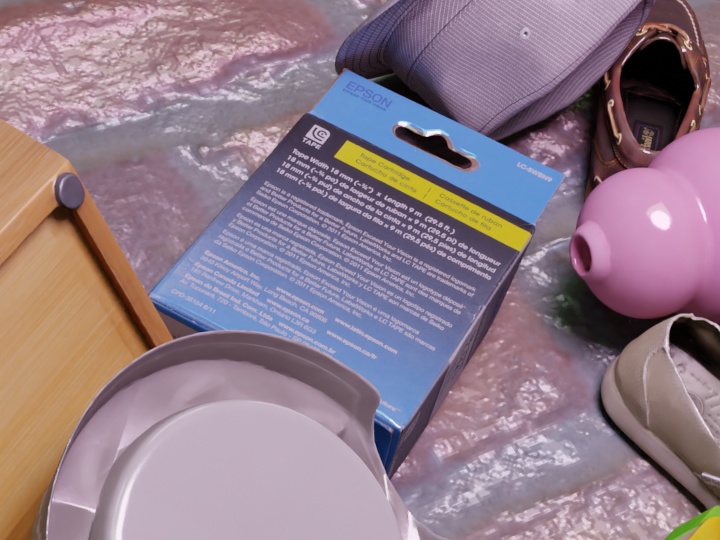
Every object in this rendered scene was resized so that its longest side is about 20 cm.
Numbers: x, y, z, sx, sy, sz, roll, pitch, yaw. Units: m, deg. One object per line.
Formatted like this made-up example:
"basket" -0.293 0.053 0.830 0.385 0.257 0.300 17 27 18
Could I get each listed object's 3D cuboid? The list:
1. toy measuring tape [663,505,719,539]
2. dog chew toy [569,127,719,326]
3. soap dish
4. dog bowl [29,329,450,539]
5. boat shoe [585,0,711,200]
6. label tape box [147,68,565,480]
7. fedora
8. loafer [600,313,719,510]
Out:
"toy measuring tape" 0.148 0.155 0.701 0.073 0.074 0.200 35 18 17
"dog chew toy" 0.203 -0.025 0.857 0.199 0.125 0.125 -10 53 -22
"soap dish" -0.168 0.052 0.698 0.081 0.158 0.200 -2 37 36
"dog bowl" -0.049 0.129 0.678 0.199 0.059 0.201 15 60 -27
"boat shoe" 0.179 -0.111 0.966 0.070 0.071 0.201 11 47 2
"label tape box" 0.000 0.000 0.837 0.144 0.063 0.200 28 50 12
"fedora" 0.092 -0.137 0.910 0.200 0.177 0.090 -36 81 -3
"loafer" 0.206 0.095 0.796 0.200 0.068 0.076 37 55 21
